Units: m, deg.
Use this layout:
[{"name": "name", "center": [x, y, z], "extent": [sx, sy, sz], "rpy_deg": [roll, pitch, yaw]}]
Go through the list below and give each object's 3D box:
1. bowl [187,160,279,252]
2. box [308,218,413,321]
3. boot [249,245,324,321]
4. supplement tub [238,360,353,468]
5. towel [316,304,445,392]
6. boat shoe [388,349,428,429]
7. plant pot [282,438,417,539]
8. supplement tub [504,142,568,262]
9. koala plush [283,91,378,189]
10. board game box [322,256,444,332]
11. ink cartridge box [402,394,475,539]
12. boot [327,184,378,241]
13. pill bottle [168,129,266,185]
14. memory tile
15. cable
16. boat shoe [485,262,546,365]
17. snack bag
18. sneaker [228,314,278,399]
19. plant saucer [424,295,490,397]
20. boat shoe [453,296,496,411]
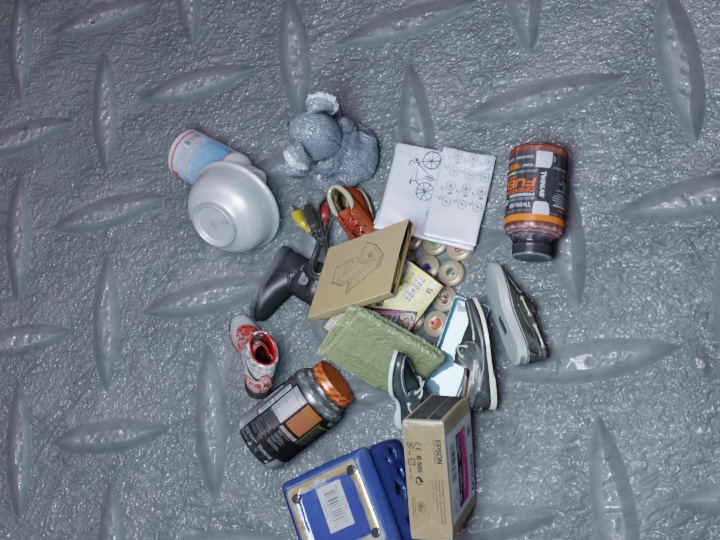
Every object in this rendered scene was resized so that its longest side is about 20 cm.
[{"name": "bowl", "center": [-0.269, -0.109, 1.735], "extent": [0.201, 0.201, 0.090], "rpy_deg": [9, 37, 24]}, {"name": "box", "center": [0.000, 0.000, 1.567], "extent": [0.200, 0.021, 0.164], "rpy_deg": [-19, 43, 40]}, {"name": "boot", "center": [-0.103, 0.060, 1.707], "extent": [0.200, 0.066, 0.165], "rpy_deg": [25, 90, 21]}, {"name": "supplement tub", "center": [-0.118, 0.266, 1.627], "extent": [0.200, 0.122, 0.123], "rpy_deg": [-39, 66, 9]}, {"name": "towel", "center": [0.036, 0.145, 1.554], "extent": [0.200, 0.037, 0.148], "rpy_deg": [29, 129, -12]}, {"name": "boat shoe", "center": [0.090, 0.212, 1.527], "extent": [0.060, 0.200, 0.076], "rpy_deg": [8, 52, 19]}, {"name": "plant pot", "center": [-0.011, 0.417, 1.515], "extent": [0.200, 0.180, 0.200], "rpy_deg": [-28, 69, 15]}, {"name": "supplement tub", "center": [0.311, -0.119, 1.550], "extent": [0.107, 0.107, 0.200], "rpy_deg": [1, 77, 23]}, {"name": "koala plush", "center": [-0.071, -0.253, 1.688], "extent": [0.184, 0.200, 0.178], "rpy_deg": [28, 89, 25]}, {"name": "board game box", "center": [0.043, 0.066, 1.614], "extent": [0.135, 0.035, 0.200], "rpy_deg": [38, 100, 4]}, {"name": "ink cartridge box", "center": [0.134, 0.323, 1.454], "extent": [0.075, 0.165, 0.200], "rpy_deg": [-3, 97, 23]}, {"name": "boot", "center": [-0.003, -0.076, 1.668], "extent": [0.075, 0.107, 0.200], "rpy_deg": [-32, 69, 18]}, {"name": "pill bottle", "center": [-0.297, -0.210, 1.822], "extent": [0.200, 0.109, 0.109], "rpy_deg": [29, 90, 26]}, {"name": "memory tile", "center": [0.119, 0.018, 1.647], "extent": [0.153, 0.017, 0.200], "rpy_deg": [15, 84, 25]}, {"name": "cable", "center": [-0.075, -0.068, 1.720], "extent": [0.097, 0.050, 0.200], "rpy_deg": [-18, 63, 1]}, {"name": "boat shoe", "center": [0.274, 0.074, 1.547], "extent": [0.064, 0.071, 0.200], "rpy_deg": [-8, 63, -13]}, {"name": "snack bag", "center": [0.139, -0.147, 1.644], "extent": [0.200, 0.021, 0.189], "rpy_deg": [13, 78, 11]}, {"name": "sneaker", "center": [-0.203, 0.137, 1.678], "extent": [0.067, 0.108, 0.202], "rpy_deg": [-2, 47, -21]}, {"name": "plant saucer", "center": [0.171, 0.150, 1.587], "extent": [0.070, 0.019, 0.200], "rpy_deg": [19, 87, 17]}, {"name": "boat shoe", "center": [0.196, 0.147, 1.534], "extent": [0.067, 0.072, 0.200], "rpy_deg": [-5, 86, 1]}]
